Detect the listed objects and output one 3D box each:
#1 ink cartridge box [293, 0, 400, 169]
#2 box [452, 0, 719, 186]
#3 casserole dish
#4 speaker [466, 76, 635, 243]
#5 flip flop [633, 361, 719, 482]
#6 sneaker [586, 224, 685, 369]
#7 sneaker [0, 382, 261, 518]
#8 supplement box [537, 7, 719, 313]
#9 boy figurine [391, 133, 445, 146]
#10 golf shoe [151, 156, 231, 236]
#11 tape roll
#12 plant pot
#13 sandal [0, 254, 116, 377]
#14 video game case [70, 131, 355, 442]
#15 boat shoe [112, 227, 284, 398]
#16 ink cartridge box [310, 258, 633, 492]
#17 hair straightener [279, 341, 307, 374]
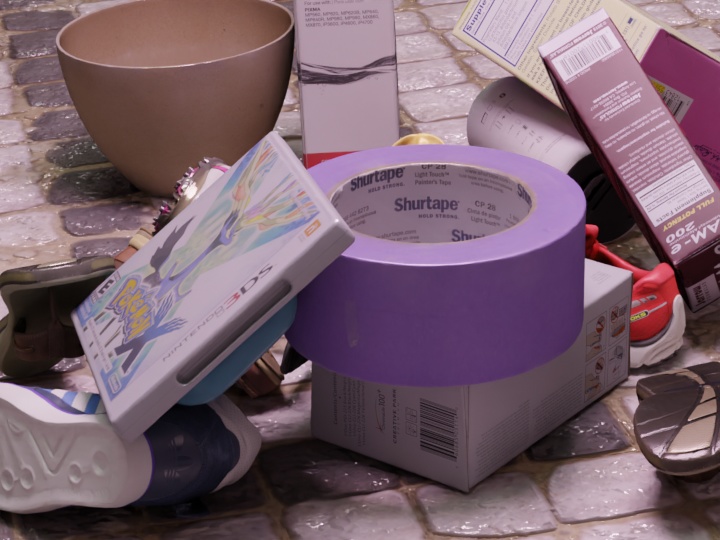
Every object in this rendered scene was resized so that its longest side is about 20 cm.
[{"bbox_3d":[-0.011,-0.175,2.119,0.083,0.202,0.145,-4,23,1],"label":"ink cartridge box"},{"bbox_3d":[0.206,-0.164,2.052,0.175,0.097,0.200,22,14,-44],"label":"box"},{"bbox_3d":[-0.101,0.030,1.626,0.121,0.039,0.200,-44,23,-8],"label":"casserole dish"},{"bbox_3d":[0.155,-0.091,2.048,0.081,0.082,0.200,-11,24,-16],"label":"speaker"},{"bbox_3d":[0.212,0.102,1.626,0.080,0.058,0.200,-8,8,2],"label":"flip flop"},{"bbox_3d":[0.147,0.005,1.817,0.199,0.086,0.077,14,28,35],"label":"sneaker"},{"bbox_3d":[-0.158,0.111,1.652,0.199,0.081,0.146,4,7,43],"label":"sneaker"},{"bbox_3d":[0.207,-0.079,1.841,0.061,0.109,0.201,-30,67,3],"label":"supplement box"},{"bbox_3d":[0.049,-0.055,1.961,0.123,0.065,0.200,0,18,6],"label":"boy figurine"},{"bbox_3d":[-0.086,-0.027,1.836,0.092,0.073,0.200,36,3,14],"label":"golf shoe"},{"bbox_3d":[0.046,-0.007,1.641,0.198,0.086,0.200,-1,25,1],"label":"tape roll"},{"bbox_3d":[-0.149,-0.140,2.143,0.198,0.135,0.201,-4,24,2],"label":"plant pot"},{"bbox_3d":[-0.206,0.039,1.738,0.079,0.058,0.201,-10,-20,-16],"label":"sandal"},{"bbox_3d":[-0.097,0.005,1.582,0.182,0.022,0.200,-42,22,2],"label":"video game case"},{"bbox_3d":[-0.122,0.043,1.813,0.068,0.072,0.200,-44,42,-7],"label":"boat shoe"},{"bbox_3d":[0.059,0.050,1.720,0.175,0.084,0.200,17,31,34],"label":"ink cartridge box"},{"bbox_3d":[-0.024,0.026,1.825,0.076,0.041,0.200,21,26,7],"label":"hair straightener"}]
